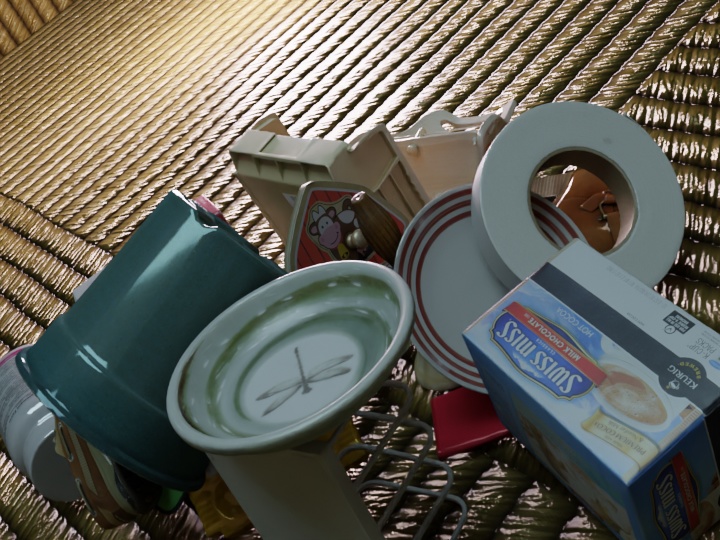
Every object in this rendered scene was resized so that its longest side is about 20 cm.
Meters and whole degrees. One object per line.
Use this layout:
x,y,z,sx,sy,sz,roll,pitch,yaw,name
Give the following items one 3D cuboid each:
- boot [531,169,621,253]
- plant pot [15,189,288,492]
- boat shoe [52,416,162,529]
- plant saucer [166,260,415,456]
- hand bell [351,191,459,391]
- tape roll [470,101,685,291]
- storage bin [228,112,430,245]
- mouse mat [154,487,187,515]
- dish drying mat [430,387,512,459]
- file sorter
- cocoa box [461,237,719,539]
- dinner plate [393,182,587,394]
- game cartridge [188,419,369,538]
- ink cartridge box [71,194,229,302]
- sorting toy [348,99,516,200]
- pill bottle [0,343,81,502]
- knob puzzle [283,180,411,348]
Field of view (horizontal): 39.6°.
0.234,-0.021,0.985,0.152,0.078,0.202,-2,44,20,boot
-0.162,0.052,0.880,0.198,0.199,0.200,-53,36,-1,plant pot
-0.266,0.155,0.966,0.073,0.075,0.202,-36,68,19,boat shoe
-0.046,0.072,0.736,0.196,0.051,0.202,-19,31,11,plant saucer
0.050,0.006,0.954,0.103,0.201,0.105,-26,27,15,hand bell
0.200,-0.058,0.922,0.203,0.203,0.037,-43,-8,-19,tape roll
-0.026,-0.080,1.138,0.198,0.200,0.094,16,58,48,storage bin
-0.194,0.115,0.986,0.159,0.008,0.203,29,93,26,mouse mat
0.158,0.113,0.909,0.197,0.018,0.077,-23,35,14,dish drying mat
-0.012,0.165,0.817,0.137,0.202,0.125,3,41,39,file sorter
0.196,0.099,0.773,0.130,0.134,0.200,-37,42,-9,cocoa box
0.125,0.016,0.919,0.200,0.200,0.024,-43,-7,-18,dinner plate
-0.109,0.136,0.982,0.174,0.032,0.202,-30,67,2,game cartridge
-0.219,0.032,1.191,0.198,0.149,0.086,-36,31,-9,ink cartridge box
0.110,-0.156,1.226,0.197,0.108,0.181,-2,36,37,sorting toy
-0.355,0.173,1.148,0.113,0.114,0.199,-39,35,-13,pill bottle
0.000,0.000,0.988,0.030,0.221,0.221,-12,36,46,knob puzzle
